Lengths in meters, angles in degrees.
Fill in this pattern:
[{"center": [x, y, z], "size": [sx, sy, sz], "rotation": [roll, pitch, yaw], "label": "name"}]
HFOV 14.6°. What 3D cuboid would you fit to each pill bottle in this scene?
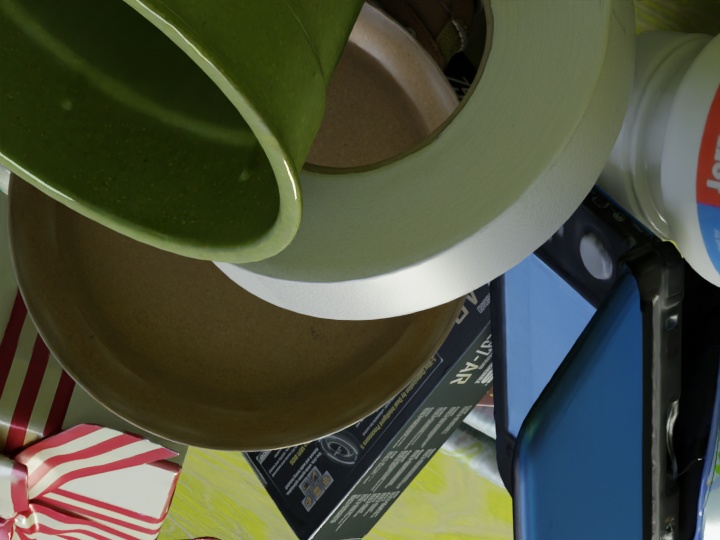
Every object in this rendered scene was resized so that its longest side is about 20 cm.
[{"center": [0.184, -0.038, 1.065], "size": [0.199, 0.113, 0.112], "rotation": [13, 156, 43], "label": "pill bottle"}]

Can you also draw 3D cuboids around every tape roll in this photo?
[{"center": [0.009, -0.078, 1.096], "size": [0.202, 0.203, 0.037], "rotation": [20, 164, 31], "label": "tape roll"}]

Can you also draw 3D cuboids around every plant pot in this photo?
[{"center": [-0.062, -0.139, 1.036], "size": [0.199, 0.190, 0.200], "rotation": [27, 158, 12], "label": "plant pot"}, {"center": [-0.047, -0.025, 1.172], "size": [0.199, 0.201, 0.027], "rotation": [28, 179, 6], "label": "plant pot"}]

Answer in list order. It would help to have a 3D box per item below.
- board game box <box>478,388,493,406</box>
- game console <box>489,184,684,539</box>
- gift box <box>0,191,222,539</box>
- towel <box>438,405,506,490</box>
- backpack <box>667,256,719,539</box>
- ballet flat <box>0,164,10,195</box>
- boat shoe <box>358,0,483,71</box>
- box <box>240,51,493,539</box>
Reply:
[{"center": [0.036, 0.015, 1.377], "size": [0.199, 0.103, 0.019], "rotation": [3, -159, -1], "label": "board game box"}, {"center": [0.064, 0.075, 1.117], "size": [0.171, 0.118, 0.201], "rotation": [43, 147, 44], "label": "game console"}, {"center": [-0.147, 0.050, 1.432], "size": [0.199, 0.187, 0.185], "rotation": [16, 153, 1], "label": "gift box"}, {"center": [0.044, 0.041, 1.487], "size": [0.199, 0.048, 0.171], "rotation": [29, -156, -6], "label": "towel"}, {"center": [0.195, 0.055, 1.219], "size": [0.146, 0.184, 0.200], "rotation": [5, 160, 2], "label": "backpack"}, {"center": [-0.085, -0.096, 1.246], "size": [0.068, 0.200, 0.062], "rotation": [55, 162, 9], "label": "ballet flat"}, {"center": [-0.039, -0.150, 1.198], "size": [0.199, 0.068, 0.072], "rotation": [31, 164, -1], "label": "boat shoe"}, {"center": [0.000, 0.000, 1.277], "size": [0.043, 0.200, 0.160], "rotation": [0, -135, -50], "label": "box"}]
